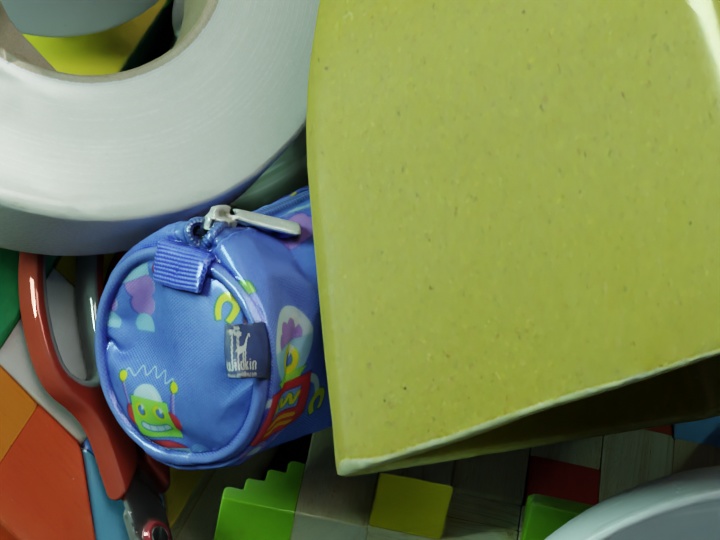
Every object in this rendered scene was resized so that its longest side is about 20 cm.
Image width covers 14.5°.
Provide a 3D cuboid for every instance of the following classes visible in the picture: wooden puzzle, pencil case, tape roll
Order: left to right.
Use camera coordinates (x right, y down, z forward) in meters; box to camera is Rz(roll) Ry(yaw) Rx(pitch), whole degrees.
[{"bbox_3d":[-0.103,0.031,0.945,0.200,0.037,0.185,50,48,-24],"label":"wooden puzzle"},{"bbox_3d":[-0.100,-0.105,0.930,0.202,0.037,0.204,8,69,-20],"label":"tape roll"},{"bbox_3d":[0.000,0.000,0.948,0.078,0.087,0.200,25,32,34],"label":"pencil case"}]

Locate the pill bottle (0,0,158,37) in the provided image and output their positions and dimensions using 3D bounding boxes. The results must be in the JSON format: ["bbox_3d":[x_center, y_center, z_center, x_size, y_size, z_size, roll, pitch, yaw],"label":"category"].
[{"bbox_3d":[-0.117,-0.190,1.053,0.112,0.113,0.201,2,55,-14],"label":"pill bottle"}]

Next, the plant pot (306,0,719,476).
[{"bbox_3d":[0.099,-0.062,0.880,0.194,0.195,0.201,-5,77,-45],"label":"plant pot"}]

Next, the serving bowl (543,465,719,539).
[{"bbox_3d":[0.118,0.147,0.914,0.199,0.201,0.066,9,19,-9],"label":"serving bowl"}]

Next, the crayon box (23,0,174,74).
[{"bbox_3d":[-0.160,-0.143,1.115,0.199,0.058,0.173,26,51,4],"label":"crayon box"}]

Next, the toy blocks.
[{"bbox_3d":[0.057,0.072,1.004,0.199,0.100,0.137,12,40,1],"label":"toy blocks"}]

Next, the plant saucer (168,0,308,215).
[{"bbox_3d":[-0.018,-0.112,1.045,0.050,0.200,0.201,38,47,-25],"label":"plant saucer"}]

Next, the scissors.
[{"bbox_3d":[-0.077,0.076,0.925,0.073,0.014,0.201,10,69,-44],"label":"scissors"}]
